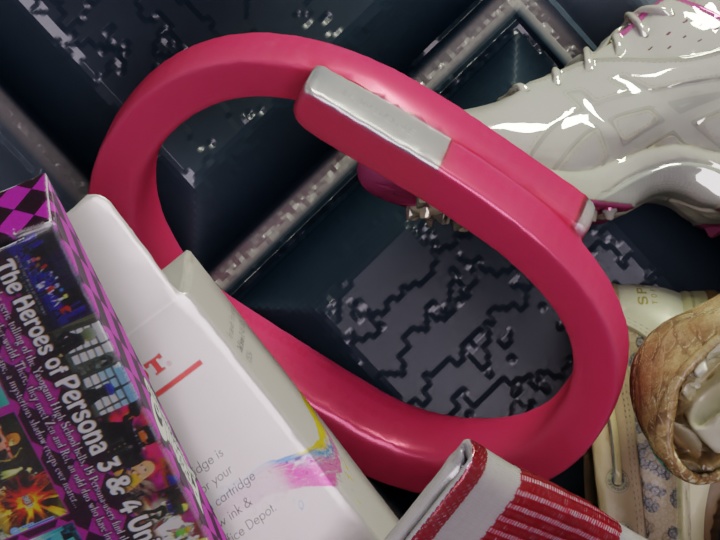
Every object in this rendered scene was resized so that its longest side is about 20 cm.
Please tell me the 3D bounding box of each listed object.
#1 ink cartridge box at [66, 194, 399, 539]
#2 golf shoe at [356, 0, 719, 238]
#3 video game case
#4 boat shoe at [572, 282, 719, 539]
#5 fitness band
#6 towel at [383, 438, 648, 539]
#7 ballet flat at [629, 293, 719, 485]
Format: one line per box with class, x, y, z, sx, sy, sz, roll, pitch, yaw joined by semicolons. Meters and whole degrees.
ink cartridge box;-0.067;0.077;0.968;0.117;0.067;0.200;-36;101;6
golf shoe;0.094;-0.057;1.041;0.199;0.075;0.092;0;85;-16
video game case;-0.138;0.088;0.882;0.180;0.036;0.201;-22;122;3
boat shoe;0.095;0.105;1.050;0.062;0.073;0.201;7;82;-3
fitness band;0.000;0.000;1.001;0.199;0.037;0.144;33;132;-5
towel;0.061;0.151;0.956;0.200;0.023;0.144;32;98;-37
ballet flat;0.174;0.013;0.957;0.070;0.065;0.200;40;119;-22
